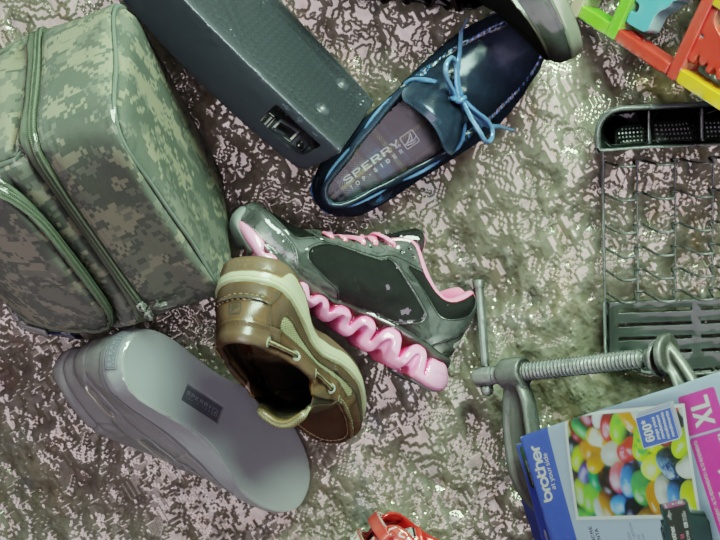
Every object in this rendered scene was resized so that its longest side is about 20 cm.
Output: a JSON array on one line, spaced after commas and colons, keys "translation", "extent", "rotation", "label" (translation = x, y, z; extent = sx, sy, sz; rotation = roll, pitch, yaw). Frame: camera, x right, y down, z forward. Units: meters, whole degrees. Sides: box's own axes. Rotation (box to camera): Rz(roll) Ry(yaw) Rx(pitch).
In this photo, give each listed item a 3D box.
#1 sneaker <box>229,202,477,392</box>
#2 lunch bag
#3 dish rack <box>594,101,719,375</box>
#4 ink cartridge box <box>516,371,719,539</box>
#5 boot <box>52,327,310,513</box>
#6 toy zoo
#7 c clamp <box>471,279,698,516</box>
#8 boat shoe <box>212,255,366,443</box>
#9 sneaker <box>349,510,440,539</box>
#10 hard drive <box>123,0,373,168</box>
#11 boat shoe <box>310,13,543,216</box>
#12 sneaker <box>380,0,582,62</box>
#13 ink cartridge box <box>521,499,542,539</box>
[{"translation": [0.000, 0.000, 1.027], "extent": [0.200, 0.079, 0.096], "rotation": [35, 87, -20], "label": "sneaker"}, {"translation": [-0.193, -0.052, 0.962], "extent": [0.167, 0.140, 0.200], "rotation": [-15, 139, 11], "label": "lunch bag"}, {"translation": [0.241, -0.021, 1.035], "extent": [0.153, 0.055, 0.201], "rotation": [-2, 99, 1], "label": "dish rack"}, {"translation": [0.177, 0.145, 0.931], "extent": [0.200, 0.042, 0.120], "rotation": [-26, 75, 46], "label": "ink cartridge box"}, {"translation": [-0.129, 0.110, 1.054], "extent": [0.200, 0.095, 0.074], "rotation": [45, 55, -29], "label": "boot"}, {"translation": [0.232, -0.183, 0.942], "extent": [0.020, 0.200, 0.131], "rotation": [-2, 124, -42], "label": "toy zoo"}, {"translation": [0.153, 0.088, 0.989], "extent": [0.200, 0.027, 0.171], "rotation": [-3, 89, 44], "label": "c clamp"}, {"translation": [-0.053, 0.076, 0.990], "extent": [0.075, 0.075, 0.202], "rotation": [-7, 143, 21], "label": "boat shoe"}, {"translation": [-0.021, 0.222, 1.069], "extent": [0.201, 0.067, 0.108], "rotation": [17, 98, -6], "label": "sneaker"}, {"translation": [-0.082, -0.158, 0.977], "extent": [0.200, 0.135, 0.042], "rotation": [44, 113, -8], "label": "hard drive"}, {"translation": [0.054, -0.100, 1.014], "extent": [0.084, 0.069, 0.200], "rotation": [44, 97, -6], "label": "boat shoe"}, {"translation": [0.054, -0.193, 0.979], "extent": [0.106, 0.075, 0.200], "rotation": [-40, 75, -3], "label": "sneaker"}, {"translation": [0.200, 0.260, 1.016], "extent": [0.047, 0.200, 0.198], "rotation": [-26, 102, -39], "label": "ink cartridge box"}]
